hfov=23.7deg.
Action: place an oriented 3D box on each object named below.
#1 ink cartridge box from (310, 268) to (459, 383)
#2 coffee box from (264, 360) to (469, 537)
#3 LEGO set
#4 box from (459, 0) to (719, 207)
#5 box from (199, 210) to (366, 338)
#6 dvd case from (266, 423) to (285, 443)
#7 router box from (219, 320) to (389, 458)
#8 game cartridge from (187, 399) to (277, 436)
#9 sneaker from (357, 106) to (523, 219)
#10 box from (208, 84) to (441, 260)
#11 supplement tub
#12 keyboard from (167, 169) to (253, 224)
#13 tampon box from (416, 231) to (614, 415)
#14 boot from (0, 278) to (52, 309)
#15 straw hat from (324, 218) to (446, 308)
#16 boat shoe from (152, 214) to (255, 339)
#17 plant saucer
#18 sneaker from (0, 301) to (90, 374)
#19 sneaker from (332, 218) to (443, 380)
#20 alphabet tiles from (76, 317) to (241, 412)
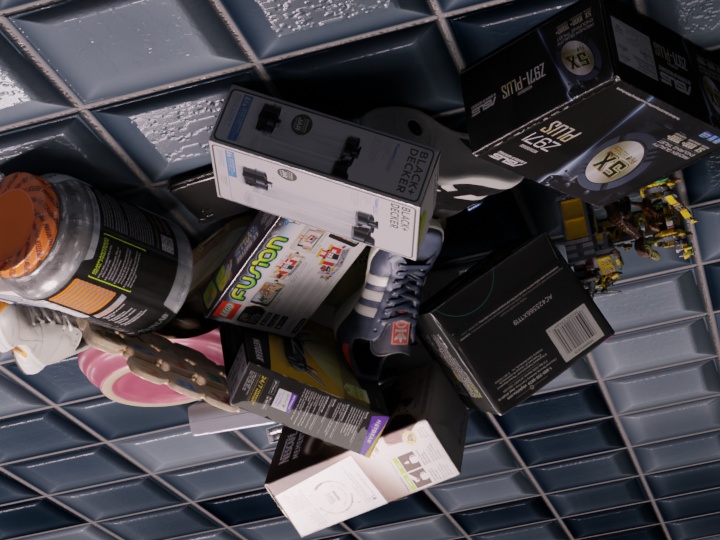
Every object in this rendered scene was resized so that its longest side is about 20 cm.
[{"bbox_3d":[0.013,0.069,1.964,0.197,0.085,0.146,-4,156,-6],"label":"ink cartridge box"},{"bbox_3d":[0.008,0.190,1.821,0.198,0.113,0.080,-25,113,20],"label":"coffee box"},{"bbox_3d":[0.277,-0.029,1.782,0.152,0.117,0.200,-9,157,4],"label":"LEGO set"},{"bbox_3d":[0.215,-0.147,1.542,0.163,0.087,0.199,-26,150,37],"label":"box"},{"bbox_3d":[-0.064,-0.018,1.691,0.109,0.035,0.200,15,130,-32],"label":"box"},{"bbox_3d":[0.007,0.150,1.943,0.198,0.022,0.146,-18,178,19],"label":"dvd case"},{"bbox_3d":[-0.062,0.104,1.774,0.156,0.200,0.053,22,105,-16],"label":"router box"},{"bbox_3d":[-0.112,0.148,1.886,0.132,0.041,0.200,-14,178,14],"label":"game cartridge"},{"bbox_3d":[0.053,-0.090,1.634,0.198,0.074,0.112,11,149,-38],"label":"sneaker"},{"bbox_3d":[-0.031,-0.086,1.537,0.198,0.061,0.117,18,157,6],"label":"box"},{"bbox_3d":[-0.264,-0.018,1.641,0.122,0.124,0.199,-21,152,29],"label":"supplement tub"},{"bbox_3d":[-0.076,-0.084,1.679,0.198,0.021,0.127,-15,149,18],"label":"keyboard"},{"bbox_3d":[0.150,0.056,1.785,0.149,0.127,0.200,-35,-178,-6],"label":"tampon box"},{"bbox_3d":[-0.351,-0.003,1.738,0.090,0.074,0.199,6,173,36],"label":"boot"},{"bbox_3d":[0.000,0.000,1.805,0.198,0.086,0.202,-6,156,-3],"label":"straw hat"},{"bbox_3d":[-0.159,0.009,1.799,0.074,0.067,0.199,24,140,-33],"label":"boat shoe"},{"bbox_3d":[-0.234,0.112,2.030,0.198,0.051,0.201,-7,156,-3],"label":"plant saucer"},{"bbox_3d":[-0.345,0.051,1.848,0.091,0.077,0.200,-16,164,0],"label":"sneaker"},{"bbox_3d":[0.037,0.034,1.713,0.074,0.085,0.201,2,139,-25],"label":"sneaker"},{"bbox_3d":[-0.193,0.091,1.749,0.198,0.015,0.196,24,-173,-21],"label":"alphabet tiles"}]
